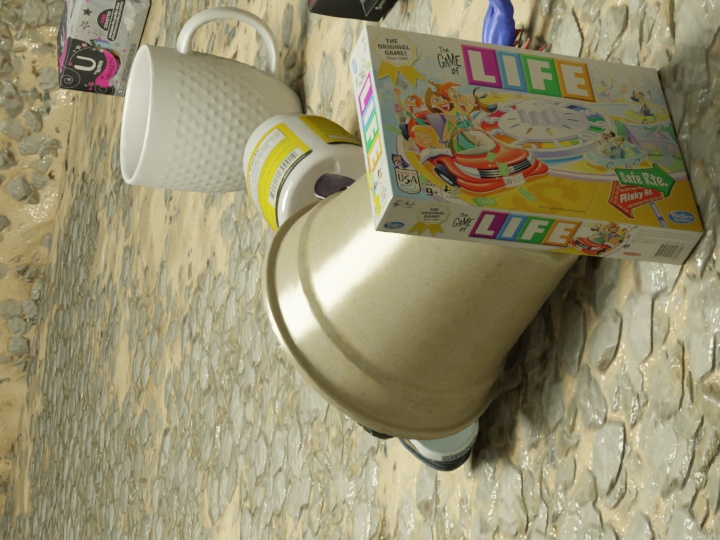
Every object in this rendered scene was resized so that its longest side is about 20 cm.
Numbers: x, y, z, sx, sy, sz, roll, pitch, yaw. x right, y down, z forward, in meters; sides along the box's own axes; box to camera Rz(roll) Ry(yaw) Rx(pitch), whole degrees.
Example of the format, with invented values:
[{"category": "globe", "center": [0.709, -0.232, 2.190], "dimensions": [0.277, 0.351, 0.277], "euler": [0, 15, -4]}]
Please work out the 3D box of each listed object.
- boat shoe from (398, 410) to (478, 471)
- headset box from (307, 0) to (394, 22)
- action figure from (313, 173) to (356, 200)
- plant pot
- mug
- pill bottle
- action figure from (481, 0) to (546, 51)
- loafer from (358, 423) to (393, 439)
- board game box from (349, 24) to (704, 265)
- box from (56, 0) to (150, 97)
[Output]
[{"category": "boat shoe", "center": [0.018, 0.066, 1.344], "dimensions": [0.201, 0.070, 0.091], "euler": [57, 172, 16]}, {"category": "headset box", "center": [0.007, -0.334, 1.619], "dimensions": [0.149, 0.076, 0.202], "euler": [134, 137, -63]}, {"category": "action figure", "center": [0.000, 0.000, 1.469], "dimensions": [0.200, 0.069, 0.131], "euler": [65, -133, -67]}, {"category": "plant pot", "center": [0.061, -0.016, 1.224], "dimensions": [0.184, 0.199, 0.202], "euler": [-47, 39, 43]}, {"category": "mug", "center": [-0.151, -0.180, 1.891], "dimensions": [0.148, 0.174, 0.202], "euler": [-135, 54, -66]}, {"category": "pill bottle", "center": [-0.041, -0.079, 1.626], "dimensions": [0.200, 0.113, 0.115], "euler": [-133, 51, -67]}, {"category": "action figure", "center": [0.104, -0.163, 1.321], "dimensions": [0.066, 0.051, 0.202], "euler": [-114, 30, -66]}, {"category": "loafer", "center": [0.040, 0.054, 1.416], "dimensions": [0.063, 0.071, 0.202], "euler": [-126, 47, -55]}, {"category": "board game box", "center": [0.098, -0.075, 1.070], "dimensions": [0.034, 0.198, 0.135], "euler": [117, 152, -48]}, {"category": "box", "center": [-0.417, -0.399, 2.852], "dimensions": [0.201, 0.114, 0.133], "euler": [113, 155, -43]}]
